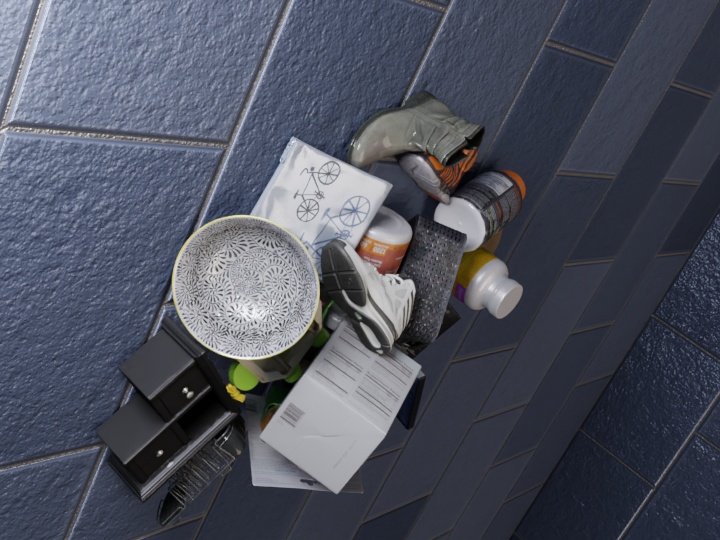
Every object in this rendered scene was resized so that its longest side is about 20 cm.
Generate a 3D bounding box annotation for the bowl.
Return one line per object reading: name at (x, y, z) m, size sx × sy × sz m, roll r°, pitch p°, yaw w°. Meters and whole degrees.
bowl at (-0.152, 0.015, 1.344) m, size 0.201 × 0.200 × 0.094 m, roll -59°, pitch -176°, yaw 12°

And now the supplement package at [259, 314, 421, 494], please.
supplement package at (-0.028, 0.202, 1.506) m, size 0.152 × 0.151 × 0.200 m, roll -54°, pitch 179°, yaw 31°

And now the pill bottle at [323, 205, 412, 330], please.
pill bottle at (0.000, 0.000, 1.578) m, size 0.112 × 0.112 × 0.200 m, roll -13°, pitch 133°, yaw -49°

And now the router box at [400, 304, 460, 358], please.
router box at (0.100, 0.095, 1.867) m, size 0.149 × 0.051 × 0.200 m, roll -40°, pitch 152°, yaw 2°

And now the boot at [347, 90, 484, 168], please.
boot at (0.087, -0.195, 1.463) m, size 0.200 × 0.131 × 0.068 m, roll -36°, pitch 147°, yaw -27°

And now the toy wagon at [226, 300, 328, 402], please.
toy wagon at (-0.140, 0.104, 1.450) m, size 0.155 × 0.040 × 0.200 m, roll 47°, pitch 71°, yaw -33°

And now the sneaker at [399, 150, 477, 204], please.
sneaker at (0.132, -0.191, 1.608) m, size 0.112 × 0.078 × 0.200 m, roll -56°, pitch 162°, yaw -1°

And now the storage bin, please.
storage bin at (0.092, 0.021, 1.640) m, size 0.135 × 0.094 × 0.200 m, roll 145°, pitch -34°, yaw -71°

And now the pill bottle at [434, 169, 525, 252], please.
pill bottle at (0.226, -0.118, 1.766) m, size 0.200 × 0.106 × 0.106 m, roll -35°, pitch 149°, yaw -46°

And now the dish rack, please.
dish rack at (-0.260, 0.312, 1.547) m, size 0.200 × 0.055 × 0.153 m, roll -45°, pitch -169°, yaw 3°

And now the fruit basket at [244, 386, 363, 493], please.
fruit basket at (-0.098, 0.288, 1.606) m, size 0.185 × 0.200 × 0.094 m, roll 8°, pitch 131°, yaw -18°

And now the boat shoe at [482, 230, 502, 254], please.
boat shoe at (0.225, -0.042, 1.911) m, size 0.072 × 0.065 × 0.200 m, roll 13°, pitch 93°, yaw -50°

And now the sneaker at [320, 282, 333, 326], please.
sneaker at (-0.088, 0.038, 1.532) m, size 0.084 × 0.077 × 0.200 m, roll -5°, pitch 120°, yaw -43°

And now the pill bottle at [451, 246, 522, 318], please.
pill bottle at (0.197, 0.002, 1.775) m, size 0.104 × 0.200 × 0.104 m, roll -35°, pitch 147°, yaw -27°

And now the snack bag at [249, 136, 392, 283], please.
snack bag at (-0.072, -0.081, 1.421) m, size 0.200 × 0.021 × 0.189 m, roll 21°, pitch 107°, yaw -38°

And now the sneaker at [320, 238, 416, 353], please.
sneaker at (0.016, 0.017, 1.491) m, size 0.115 × 0.076 × 0.201 m, roll -48°, pitch 121°, yaw -39°

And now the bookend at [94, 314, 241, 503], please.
bookend at (-0.295, 0.202, 1.399) m, size 0.199 × 0.092 × 0.200 m, roll -42°, pitch 149°, yaw -18°

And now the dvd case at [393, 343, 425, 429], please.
dvd case at (0.043, 0.173, 1.748) m, size 0.018 × 0.200 × 0.143 m, roll -21°, pitch 140°, yaw -28°

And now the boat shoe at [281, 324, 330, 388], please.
boat shoe at (-0.096, 0.163, 1.667) m, size 0.072 × 0.076 × 0.200 m, roll -26°, pitch 141°, yaw -35°
